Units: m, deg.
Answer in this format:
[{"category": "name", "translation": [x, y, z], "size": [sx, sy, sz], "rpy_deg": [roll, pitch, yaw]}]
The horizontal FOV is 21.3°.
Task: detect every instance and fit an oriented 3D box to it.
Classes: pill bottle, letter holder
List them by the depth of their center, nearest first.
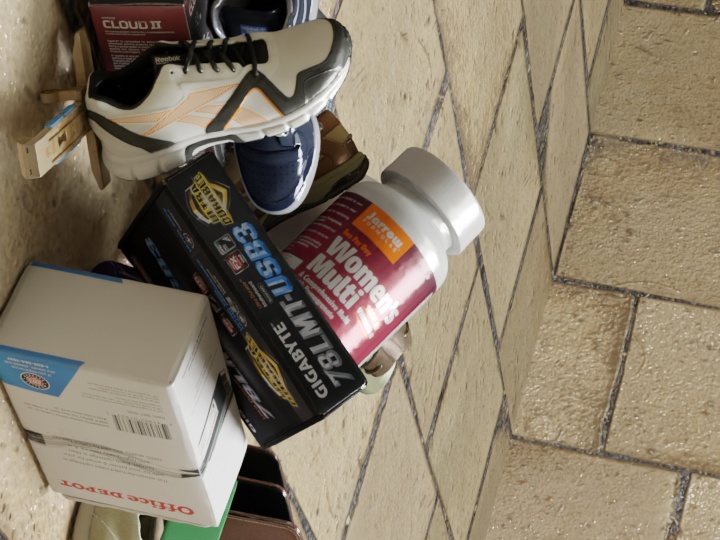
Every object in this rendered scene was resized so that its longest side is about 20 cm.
[{"category": "pill bottle", "translation": [0.000, 0.000, 1.527], "size": [0.200, 0.109, 0.110], "rpy_deg": [-44, 153, -15]}, {"category": "letter holder", "translation": [-0.099, 0.276, 1.829], "size": [0.101, 0.141, 0.202], "rpy_deg": [-60, 156, -51]}]

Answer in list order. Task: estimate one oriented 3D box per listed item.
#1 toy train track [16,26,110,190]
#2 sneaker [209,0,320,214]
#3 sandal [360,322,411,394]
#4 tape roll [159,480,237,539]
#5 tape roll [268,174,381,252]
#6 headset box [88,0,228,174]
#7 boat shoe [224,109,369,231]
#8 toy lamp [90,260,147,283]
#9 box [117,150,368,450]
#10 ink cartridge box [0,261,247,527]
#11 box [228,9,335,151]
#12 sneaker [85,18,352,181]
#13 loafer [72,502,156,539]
[{"category": "toy train track", "translation": [-0.211, -0.102, 1.339], "size": [0.200, 0.032, 0.116], "rpy_deg": [-69, 154, -70]}, {"category": "sneaker", "translation": [-0.072, -0.141, 1.438], "size": [0.108, 0.069, 0.202], "rpy_deg": [-20, 113, -78]}, {"category": "sandal", "translation": [0.019, 0.060, 1.674], "size": [0.080, 0.057, 0.201], "rpy_deg": [-55, 161, -12]}, {"category": "tape roll", "translation": [-0.161, 0.268, 1.647], "size": [0.200, 0.048, 0.202], "rpy_deg": [-160, -90, -87]}, {"category": "tape roll", "translation": [-0.056, -0.005, 1.692], "size": [0.203, 0.139, 0.203], "rpy_deg": [-49, 158, -27]}, {"category": "headset box", "translation": [-0.142, -0.192, 1.440], "size": [0.201, 0.074, 0.150], "rpy_deg": [82, 12, -51]}, {"category": "boat shoe", "translation": [-0.092, -0.064, 1.563], "size": [0.074, 0.199, 0.076], "rpy_deg": [62, -10, -7]}, {"category": "toy lamp", "translation": [-0.148, 0.054, 1.551], "size": [0.200, 0.058, 0.059], "rpy_deg": [43, 55, -43]}, {"category": "box", "translation": [-0.091, 0.029, 1.403], "size": [0.050, 0.201, 0.198], "rpy_deg": [-34, 180, -21]}, {"category": "ink cartridge box", "translation": [-0.174, 0.095, 1.419], "size": [0.201, 0.143, 0.085], "rpy_deg": [81, 24, -52]}, {"category": "box", "translation": [-0.073, -0.149, 1.815], "size": [0.158, 0.051, 0.202], "rpy_deg": [32, 69, -71]}, {"category": "sneaker", "translation": [-0.101, -0.131, 1.343], "size": [0.074, 0.198, 0.080], "rpy_deg": [-110, 175, -45]}, {"category": "loafer", "translation": [-0.179, 0.150, 1.583], "size": [0.076, 0.068, 0.202], "rpy_deg": [45, 56, -72]}]
